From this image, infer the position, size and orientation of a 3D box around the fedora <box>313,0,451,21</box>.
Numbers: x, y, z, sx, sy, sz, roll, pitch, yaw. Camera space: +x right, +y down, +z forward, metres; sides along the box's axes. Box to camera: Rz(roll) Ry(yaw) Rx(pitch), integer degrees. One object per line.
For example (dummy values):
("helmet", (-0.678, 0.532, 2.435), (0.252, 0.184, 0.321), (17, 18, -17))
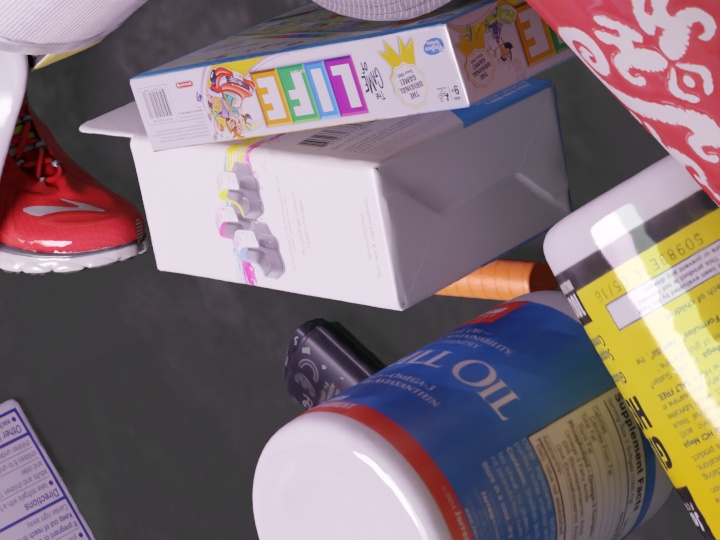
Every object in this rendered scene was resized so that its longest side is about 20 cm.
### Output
("fedora", (0.025, -0.195, 1.145), (0.177, 0.090, 0.201), (-32, 68, 34))

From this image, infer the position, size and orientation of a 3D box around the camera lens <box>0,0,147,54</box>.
("camera lens", (-0.124, -0.199, 1.272), (0.200, 0.160, 0.160), (-32, 86, 51))

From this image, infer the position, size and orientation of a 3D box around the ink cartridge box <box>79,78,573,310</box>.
("ink cartridge box", (-0.018, -0.043, 1.277), (0.200, 0.115, 0.068), (10, 117, 46))

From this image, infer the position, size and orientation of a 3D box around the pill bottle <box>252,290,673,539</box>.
("pill bottle", (0.061, 0.075, 1.188), (0.112, 0.200, 0.113), (24, 127, 37))

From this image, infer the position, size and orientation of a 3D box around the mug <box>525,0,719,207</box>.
("mug", (0.175, -0.083, 1.016), (0.177, 0.133, 0.200), (-35, 98, 38))

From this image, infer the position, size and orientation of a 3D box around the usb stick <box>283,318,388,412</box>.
("usb stick", (0.038, 0.098, 1.360), (0.200, 0.033, 0.056), (42, 143, 24))

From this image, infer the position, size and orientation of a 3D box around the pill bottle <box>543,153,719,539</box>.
("pill bottle", (0.165, 0.046, 1.127), (0.112, 0.112, 0.200), (-34, 84, 51))

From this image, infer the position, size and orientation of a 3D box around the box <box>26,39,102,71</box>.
("box", (-0.177, -0.205, 1.413), (0.075, 0.050, 0.200), (-31, 86, 52))

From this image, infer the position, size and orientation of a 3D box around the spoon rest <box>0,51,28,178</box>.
("spoon rest", (-0.207, -0.063, 1.439), (0.099, 0.060, 0.200), (54, 141, 30))

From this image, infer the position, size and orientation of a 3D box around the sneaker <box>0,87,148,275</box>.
("sneaker", (-0.188, -0.062, 1.488), (0.200, 0.077, 0.085), (30, 125, 34))

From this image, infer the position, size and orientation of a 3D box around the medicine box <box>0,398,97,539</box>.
("medicine box", (-0.232, 0.205, 1.597), (0.103, 0.182, 0.200), (-36, 82, 51))

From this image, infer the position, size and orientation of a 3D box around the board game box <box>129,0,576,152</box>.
("board game box", (0.017, -0.095, 1.195), (0.200, 0.134, 0.034), (-5, 108, 49))

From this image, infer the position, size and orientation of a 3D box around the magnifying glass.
("magnifying glass", (0.000, 0.000, 1.325), (0.199, 0.079, 0.022), (2, 87, 35))
